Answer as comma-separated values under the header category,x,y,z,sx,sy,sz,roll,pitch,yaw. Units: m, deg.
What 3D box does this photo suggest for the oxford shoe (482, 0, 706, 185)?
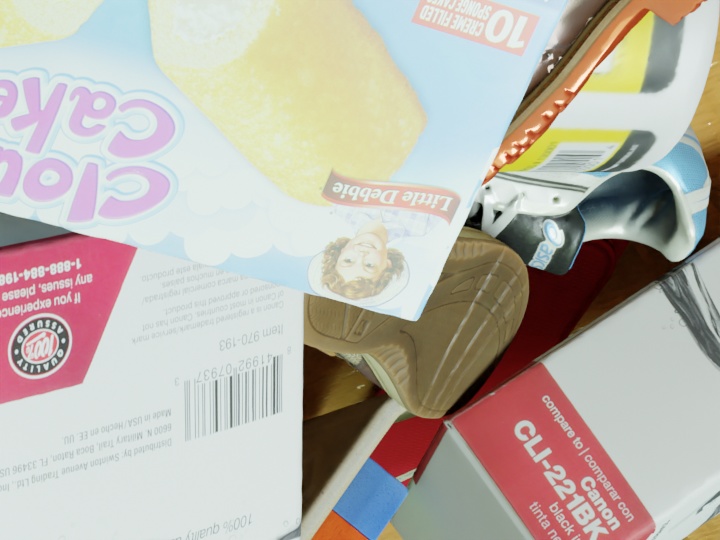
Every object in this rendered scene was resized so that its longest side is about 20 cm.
category,x,y,z,sx,sy,sz,roll,pitch,yaw
oxford shoe,0.045,-0.081,0.775,0.200,0.071,0.073,-41,95,18

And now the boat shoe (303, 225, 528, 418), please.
category,x,y,z,sx,sy,sz,roll,pitch,yaw
boat shoe,0.000,0.000,0.938,0.072,0.072,0.200,-58,153,5

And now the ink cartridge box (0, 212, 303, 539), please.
category,x,y,z,sx,sy,sz,roll,pitch,yaw
ink cartridge box,-0.095,0.075,0.822,0.145,0.083,0.202,-13,111,-43

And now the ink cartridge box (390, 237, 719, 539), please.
category,x,y,z,sx,sy,sz,roll,pitch,yaw
ink cartridge box,0.123,0.063,1.064,0.199,0.084,0.144,-33,167,-19

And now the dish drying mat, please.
category,x,y,z,sx,sy,sz,roll,pitch,yaw
dish drying mat,0.052,0.041,1.147,0.076,0.018,0.200,2,142,-24

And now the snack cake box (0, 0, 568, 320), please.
category,x,y,z,sx,sy,sz,roll,pitch,yaw
snack cake box,-0.058,-0.071,0.687,0.199,0.067,0.116,15,118,-18

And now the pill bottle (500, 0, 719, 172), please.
category,x,y,z,sx,sy,sz,roll,pitch,yaw
pill bottle,0.008,-0.090,0.856,0.199,0.115,0.115,0,143,-23

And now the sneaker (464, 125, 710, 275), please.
category,x,y,z,sx,sy,sz,roll,pitch,yaw
sneaker,0.044,-0.034,0.989,0.198,0.073,0.072,-2,145,-18

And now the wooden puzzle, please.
category,x,y,z,sx,sy,sz,roll,pitch,yaw
wooden puzzle,-0.051,0.136,1.060,0.200,0.046,0.185,-49,-172,-18
